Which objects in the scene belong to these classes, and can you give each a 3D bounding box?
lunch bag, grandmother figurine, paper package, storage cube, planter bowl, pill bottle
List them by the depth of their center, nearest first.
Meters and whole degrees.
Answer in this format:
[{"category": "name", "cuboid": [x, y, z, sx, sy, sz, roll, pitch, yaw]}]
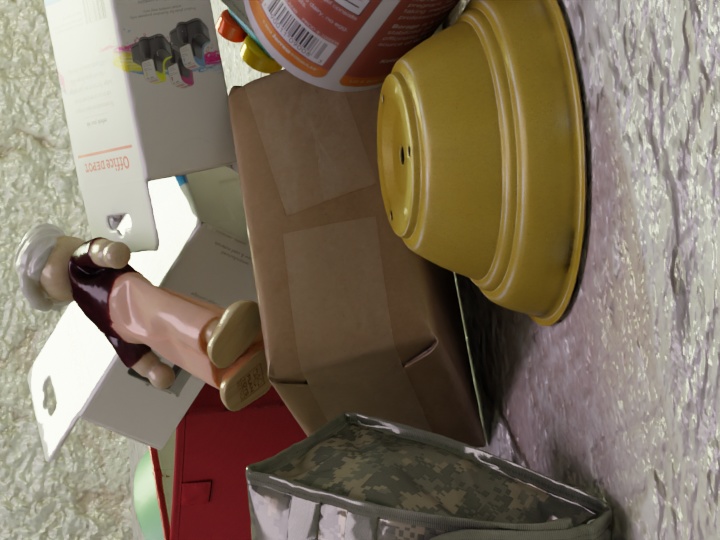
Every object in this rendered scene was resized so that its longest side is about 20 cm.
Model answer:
[{"category": "lunch bag", "cuboid": [0.045, 0.185, 1.286, 0.200, 0.117, 0.165, 12, 114, 33]}, {"category": "planter bowl", "cuboid": [0.057, -0.066, 1.327, 0.200, 0.083, 0.201, 175, 90, -79]}, {"category": "pill bottle", "cuboid": [0.020, -0.194, 1.329, 0.200, 0.112, 0.113, -48, 45, 52]}, {"category": "grandmother figurine", "cuboid": [-0.137, 0.023, 1.464, 0.200, 0.061, 0.122, 26, 135, 37]}, {"category": "paper package", "cuboid": [0.000, 0.000, 1.468, 0.191, 0.103, 0.201, 61, -163, -62]}, {"category": "storage cube", "cuboid": [-0.060, 0.085, 1.726, 0.200, 0.179, 0.171, 99, 163, -46]}]

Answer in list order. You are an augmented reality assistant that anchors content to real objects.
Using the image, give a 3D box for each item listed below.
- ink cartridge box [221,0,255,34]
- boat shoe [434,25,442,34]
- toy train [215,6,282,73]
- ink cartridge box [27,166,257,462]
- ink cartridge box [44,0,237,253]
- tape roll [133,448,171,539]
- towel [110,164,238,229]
[{"category": "ink cartridge box", "cuboid": [-0.060, -0.268, 1.462, 0.161, 0.050, 0.200, 46, 125, 26]}, {"category": "boat shoe", "cuboid": [0.013, -0.133, 1.578, 0.200, 0.059, 0.072, 100, 163, -51]}, {"category": "toy train", "cuboid": [-0.014, -0.194, 1.506, 0.200, 0.056, 0.151, 4, 101, 46]}, {"category": "ink cartridge box", "cuboid": [-0.138, 0.032, 1.578, 0.200, 0.067, 0.116, -56, 29, 19]}, {"category": "ink cartridge box", "cuboid": [-0.135, -0.114, 1.486, 0.115, 0.068, 0.201, -3, 98, 63]}, {"category": "tape roll", "cuboid": [-0.082, 0.198, 1.852, 0.048, 0.200, 0.201, -45, 39, 28]}, {"category": "towel", "cuboid": [-0.103, -0.038, 1.844, 0.086, 0.199, 0.166, -113, 22, -60]}]
